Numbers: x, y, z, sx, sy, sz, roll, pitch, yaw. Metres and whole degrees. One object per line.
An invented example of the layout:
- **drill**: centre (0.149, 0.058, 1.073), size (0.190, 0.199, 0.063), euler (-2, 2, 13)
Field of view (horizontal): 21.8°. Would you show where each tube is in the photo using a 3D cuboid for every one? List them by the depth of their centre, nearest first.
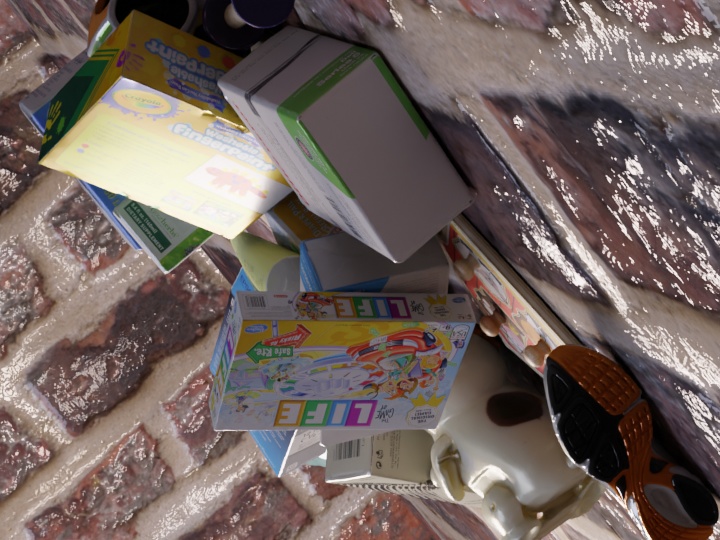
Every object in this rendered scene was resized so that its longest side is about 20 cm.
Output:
- **tube**: centre (-0.082, -0.003, 1.708), size (0.200, 0.051, 0.059), euler (-154, 66, -74)

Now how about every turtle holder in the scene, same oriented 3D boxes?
- **turtle holder**: centre (-0.163, -0.194, 1.675), size (0.186, 0.141, 0.132), euler (49, 171, 16)

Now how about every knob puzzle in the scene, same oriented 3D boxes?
- **knob puzzle**: centre (0.124, 0.045, 1.577), size (0.220, 0.030, 0.220), euler (49, 172, 9)

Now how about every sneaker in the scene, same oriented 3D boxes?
- **sneaker**: centre (0.194, 0.133, 1.453), size (0.201, 0.076, 0.092), euler (54, 175, -21)

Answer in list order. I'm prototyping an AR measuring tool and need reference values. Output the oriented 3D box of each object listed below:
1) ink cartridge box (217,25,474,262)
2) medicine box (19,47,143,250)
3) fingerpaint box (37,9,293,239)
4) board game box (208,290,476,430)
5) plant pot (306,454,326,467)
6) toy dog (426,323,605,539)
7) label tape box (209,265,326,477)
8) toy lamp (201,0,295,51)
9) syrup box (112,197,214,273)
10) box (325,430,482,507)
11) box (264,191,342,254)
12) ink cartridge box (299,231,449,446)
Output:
- **ink cartridge box**: centre (-0.015, -0.104, 1.466), size (0.146, 0.084, 0.200), euler (54, 171, -24)
- **medicine box**: centre (-0.213, -0.156, 1.905), size (0.183, 0.200, 0.103), euler (52, 174, -19)
- **fingerpaint box**: centre (-0.151, -0.122, 1.614), size (0.199, 0.074, 0.167), euler (21, 146, -26)
- **board game box**: centre (-0.017, 0.076, 1.550), size (0.034, 0.198, 0.135), euler (-106, 24, -43)
- **plant pot**: centre (0.022, 0.141, 2.120), size (0.133, 0.201, 0.201), euler (15, 157, 23)
- **toy dog**: centre (0.117, 0.146, 1.715), size (0.200, 0.139, 0.194), euler (47, 159, 22)
- **label tape box**: centre (-0.076, 0.092, 1.835), size (0.144, 0.066, 0.200), euler (56, 151, 21)
- **toy lamp**: centre (-0.095, -0.211, 1.518), size (0.058, 0.058, 0.200), euler (51, 173, -8)
- **syrup box**: centre (-0.134, -0.090, 1.773), size (0.079, 0.200, 0.081), euler (50, 175, -3)
- **box**: centre (0.067, 0.184, 1.825), size (0.199, 0.069, 0.082), euler (14, 162, -33)
- **box**: centre (0.000, 0.000, 1.750), size (0.112, 0.101, 0.200), euler (45, 166, 33)
- **ink cartridge box**: centre (0.009, 0.055, 1.619), size (0.201, 0.114, 0.068), euler (93, 159, -45)
